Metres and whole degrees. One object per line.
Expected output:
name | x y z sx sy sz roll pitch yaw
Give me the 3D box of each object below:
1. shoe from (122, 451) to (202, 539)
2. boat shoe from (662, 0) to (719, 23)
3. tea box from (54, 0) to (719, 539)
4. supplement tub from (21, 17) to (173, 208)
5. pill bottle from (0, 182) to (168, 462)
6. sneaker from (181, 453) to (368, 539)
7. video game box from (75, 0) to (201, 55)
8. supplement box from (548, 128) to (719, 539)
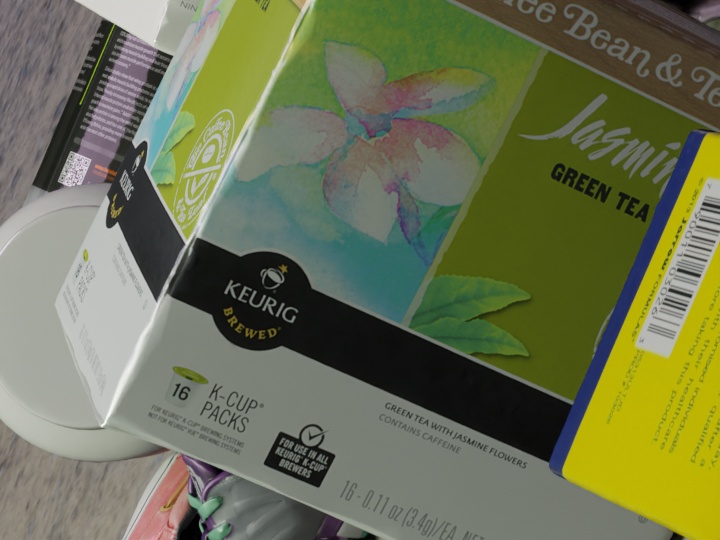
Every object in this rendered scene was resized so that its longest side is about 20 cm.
shoe | -0.091 0.168 1.324 0.201 0.071 0.091 -66 13 -12
boat shoe | 0.111 -0.120 1.104 0.066 0.072 0.200 -51 22 -17
tea box | 0.031 -0.016 1.006 0.198 0.199 0.134 -64 18 9
supplement tub | -0.088 -0.084 1.532 0.201 0.122 0.122 -67 19 0
pill bottle | -0.110 0.024 1.283 0.200 0.119 0.120 104 -172 -87
sneaker | -0.051 0.121 1.244 0.201 0.087 0.074 -68 19 -5
video game box | -0.021 -0.096 1.270 0.047 0.181 0.200 -67 18 4
supplement box | 0.148 0.039 0.764 0.110 0.108 0.200 -67 18 -1
